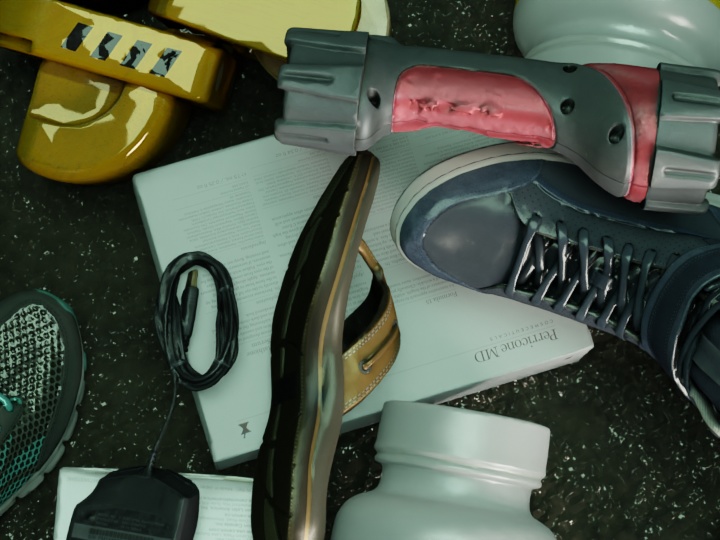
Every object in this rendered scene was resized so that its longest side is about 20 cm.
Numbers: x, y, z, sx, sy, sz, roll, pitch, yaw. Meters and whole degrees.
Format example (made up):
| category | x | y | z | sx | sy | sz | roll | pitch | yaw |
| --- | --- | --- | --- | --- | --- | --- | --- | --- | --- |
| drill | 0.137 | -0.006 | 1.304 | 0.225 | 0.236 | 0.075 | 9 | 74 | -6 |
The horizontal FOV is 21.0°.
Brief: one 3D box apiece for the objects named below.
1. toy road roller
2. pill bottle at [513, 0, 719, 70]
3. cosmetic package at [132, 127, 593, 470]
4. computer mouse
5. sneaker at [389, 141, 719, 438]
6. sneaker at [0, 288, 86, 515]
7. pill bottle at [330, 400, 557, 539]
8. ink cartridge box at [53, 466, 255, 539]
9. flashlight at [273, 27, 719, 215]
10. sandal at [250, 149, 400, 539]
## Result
| category | x | y | z | sx | sy | sz | roll | pitch | yaw |
| --- | --- | --- | --- | --- | --- | --- | --- | --- | --- |
| toy road roller | -0.092 | -0.104 | 0.974 | 0.199 | 0.123 | 0.147 | 17 | 93 | 2 |
| pill bottle | 0.139 | -0.155 | 0.980 | 0.114 | 0.114 | 0.201 | 13 | 70 | 0 |
| cosmetic package | 0.000 | 0.000 | 0.986 | 0.199 | 0.052 | 0.152 | -16 | 78 | -6 |
| computer mouse | -0.095 | 0.087 | 0.928 | 0.058 | 0.034 | 0.201 | 10 | 72 | 17 |
| sneaker | 0.122 | 0.009 | 0.892 | 0.201 | 0.146 | 0.077 | 6 | 119 | -16 |
| sneaker | -0.199 | 0.096 | 0.938 | 0.077 | 0.091 | 0.201 | 29 | 79 | 3 |
| pill bottle | 0.034 | 0.167 | 0.916 | 0.112 | 0.112 | 0.201 | 9 | 82 | 0 |
| ink cartridge box | -0.099 | 0.200 | 0.942 | 0.108 | 0.050 | 0.201 | 4 | 79 | -2 |
| flashlight | 0.062 | -0.068 | 0.876 | 0.199 | 0.068 | 0.068 | 6 | 95 | 2 |
| sandal | -0.009 | 0.044 | 0.916 | 0.054 | 0.082 | 0.201 | 10 | 78 | -17 |
